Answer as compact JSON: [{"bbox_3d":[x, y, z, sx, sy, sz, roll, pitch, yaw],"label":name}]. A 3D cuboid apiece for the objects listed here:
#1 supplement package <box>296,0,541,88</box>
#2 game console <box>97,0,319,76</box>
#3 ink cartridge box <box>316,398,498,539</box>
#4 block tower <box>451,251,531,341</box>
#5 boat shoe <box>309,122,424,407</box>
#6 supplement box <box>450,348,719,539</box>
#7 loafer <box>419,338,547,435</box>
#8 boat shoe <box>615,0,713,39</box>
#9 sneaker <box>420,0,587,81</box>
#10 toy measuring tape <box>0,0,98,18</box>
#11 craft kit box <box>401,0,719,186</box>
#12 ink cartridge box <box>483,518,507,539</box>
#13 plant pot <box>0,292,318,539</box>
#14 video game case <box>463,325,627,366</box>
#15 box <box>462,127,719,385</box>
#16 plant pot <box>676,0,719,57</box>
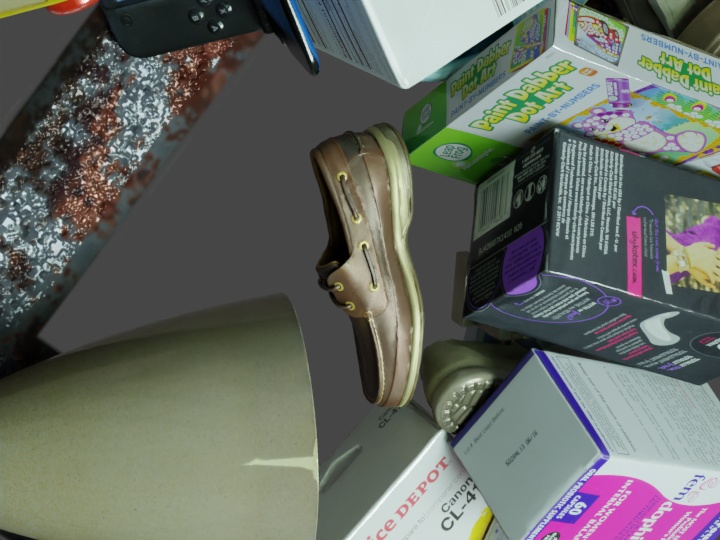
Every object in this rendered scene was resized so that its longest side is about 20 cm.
[{"bbox_3d":[0.030,-0.241,1.383,0.191,0.200,0.148,-33,119,-14],"label":"supplement package"},{"bbox_3d":[-0.119,-0.208,1.316,0.170,0.119,0.201,-11,119,22],"label":"game console"},{"bbox_3d":[0.051,0.210,1.611,0.148,0.086,0.200,-48,124,-6],"label":"ink cartridge box"},{"bbox_3d":[0.166,0.012,1.599,0.199,0.058,0.054,-5,108,-26],"label":"block tower"},{"bbox_3d":[0.000,0.000,1.526,0.067,0.072,0.201,-10,105,-19],"label":"boat shoe"},{"bbox_3d":[0.179,0.135,1.548,0.199,0.104,0.101,10,128,-44],"label":"supplement box"},{"bbox_3d":[0.117,0.087,1.591,0.199,0.068,0.076,20,120,-47],"label":"loafer"},{"bbox_3d":[0.222,-0.183,1.577,0.072,0.059,0.200,-48,144,-11],"label":"boat shoe"},{"bbox_3d":[0.105,-0.178,1.513,0.199,0.082,0.074,-31,119,-16],"label":"sneaker"},{"bbox_3d":[-0.218,-0.185,1.336,0.199,0.074,0.074,-12,117,16],"label":"toy measuring tape"},{"bbox_3d":[0.159,-0.100,1.482,0.197,0.200,0.049,19,63,-22],"label":"craft kit box"},{"bbox_3d":[0.109,0.268,1.586,0.094,0.044,0.201,21,97,-32],"label":"ink cartridge box"},{"bbox_3d":[-0.142,0.113,1.436,0.199,0.187,0.189,-3,108,-12],"label":"plant pot"},{"bbox_3d":[0.167,0.023,1.648,0.181,0.022,0.201,8,102,-30],"label":"video game case"},{"bbox_3d":[0.186,-0.006,1.501,0.199,0.122,0.107,16,67,-22],"label":"box"},{"bbox_3d":[0.303,-0.119,1.585,0.200,0.093,0.201,-28,147,-20],"label":"plant pot"}]
